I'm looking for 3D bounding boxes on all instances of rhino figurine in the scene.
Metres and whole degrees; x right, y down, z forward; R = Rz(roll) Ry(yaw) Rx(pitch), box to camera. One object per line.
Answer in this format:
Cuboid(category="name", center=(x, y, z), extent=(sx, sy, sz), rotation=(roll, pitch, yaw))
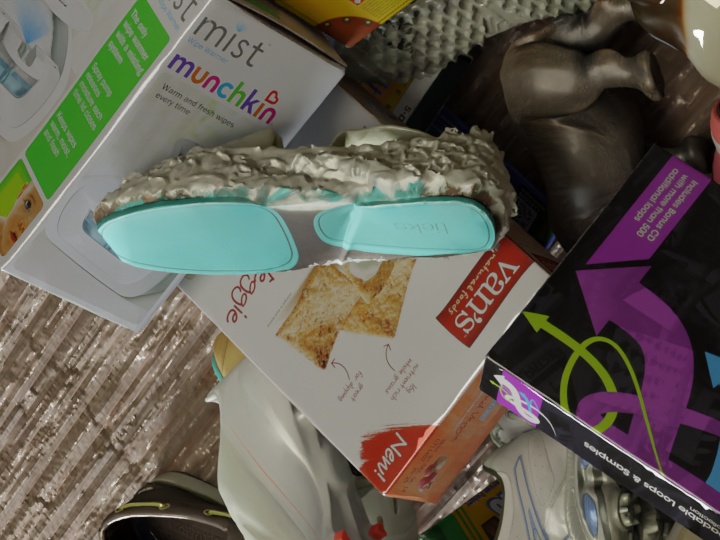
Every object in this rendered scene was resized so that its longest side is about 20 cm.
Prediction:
Cuboid(category="rhino figurine", center=(0.130, -0.040, 1.143), extent=(0.087, 0.060, 0.201), rotation=(-9, 119, 26))

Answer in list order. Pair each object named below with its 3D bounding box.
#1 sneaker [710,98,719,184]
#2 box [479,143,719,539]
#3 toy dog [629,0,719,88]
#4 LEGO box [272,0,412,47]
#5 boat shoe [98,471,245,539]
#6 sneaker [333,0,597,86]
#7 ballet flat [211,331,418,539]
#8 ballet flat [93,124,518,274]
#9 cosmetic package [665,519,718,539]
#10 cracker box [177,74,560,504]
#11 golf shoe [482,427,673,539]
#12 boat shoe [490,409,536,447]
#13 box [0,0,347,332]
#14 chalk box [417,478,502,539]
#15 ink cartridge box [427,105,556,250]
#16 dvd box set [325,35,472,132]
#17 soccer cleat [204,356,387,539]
Cuboid(category="sneaker", center=(0.248, -0.013, 1.076), extent=(0.199, 0.074, 0.087), rotation=(33, 138, 28))
Cuboid(category="box", center=(0.174, 0.049, 1.030), extent=(0.199, 0.143, 0.036), rotation=(34, 154, 14))
Cuboid(category="toy dog", center=(0.199, -0.155, 1.002), extent=(0.199, 0.139, 0.195), rotation=(-32, 86, 41))
Cuboid(category="LEGO box", center=(0.033, -0.224, 1.081), extent=(0.199, 0.077, 0.150), rotation=(-33, 43, 36))
Cuboid(category="boat shoe", center=(-0.068, 0.175, 1.384), extent=(0.199, 0.059, 0.072), rotation=(17, 116, 32))
Cuboid(category="sneaker", center=(0.070, -0.171, 1.139), extent=(0.199, 0.070, 0.100), rotation=(-18, 60, 23))
Cuboid(category="ballet flat", center=(-0.010, 0.108, 1.266), extent=(0.063, 0.069, 0.201), rotation=(-34, 88, 27))
Cuboid(category="ballet flat", center=(-0.023, -0.036, 1.082), extent=(0.198, 0.072, 0.072), rotation=(-1, 109, 10))
Cuboid(category="cosmetic package", center=(0.197, 0.126, 1.054), extent=(0.103, 0.201, 0.073), rotation=(29, 154, 6))
Cuboid(category="cracker box", center=(0.000, 0.000, 1.143), extent=(0.200, 0.058, 0.134), rotation=(42, 102, 28))
Cuboid(category="golf shoe", center=(0.101, 0.170, 1.115), extent=(0.097, 0.078, 0.202), rotation=(-12, 65, 31))
Cuboid(category="boat shoe", center=(0.093, 0.069, 1.178), extent=(0.199, 0.074, 0.067), rotation=(22, 108, 10))
Cuboid(category="box", center=(-0.121, -0.105, 1.169), extent=(0.177, 0.096, 0.200), rotation=(-50, 41, 17))
Cuboid(category="chalk box", center=(0.122, 0.214, 1.211), extent=(0.199, 0.124, 0.126), rotation=(34, 125, 23))
Cuboid(category="ink cartridge box", center=(0.020, 0.008, 1.267), extent=(0.119, 0.042, 0.201), rotation=(44, 126, 16))
Cuboid(category="dvd box set", center=(-0.054, -0.111, 1.242), extent=(0.200, 0.029, 0.147), rotation=(40, 104, 23))
Cuboid(category="soccer cleat", center=(-0.031, 0.135, 1.200), extent=(0.077, 0.069, 0.202), rotation=(-30, 60, 30))
